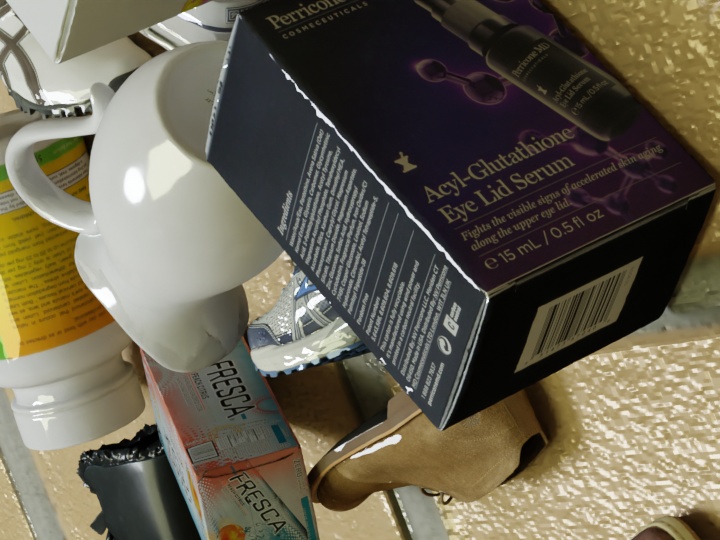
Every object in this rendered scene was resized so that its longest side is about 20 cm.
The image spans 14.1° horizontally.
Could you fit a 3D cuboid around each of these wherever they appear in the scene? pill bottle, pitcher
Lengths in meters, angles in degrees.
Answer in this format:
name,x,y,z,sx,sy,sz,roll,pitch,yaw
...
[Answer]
name,x,y,z,sx,sy,sz,roll,pitch,yaw
pill bottle,-0.203,0.006,1.827,0.111,0.111,0.201,4,115,55
pitcher,-0.113,-0.052,1.584,0.171,0.121,0.200,34,148,3

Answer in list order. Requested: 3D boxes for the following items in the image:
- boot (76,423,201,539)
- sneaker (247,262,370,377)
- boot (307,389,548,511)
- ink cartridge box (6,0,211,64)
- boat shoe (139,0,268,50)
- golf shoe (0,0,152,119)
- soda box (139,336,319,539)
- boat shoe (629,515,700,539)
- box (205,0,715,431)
name,x,y,z,sx,sy,sz,roll,pitch,yaw
boot,-0.100,0.178,1.839,0.198,0.073,0.163,-10,100,59
sneaker,0.000,0.000,1.571,0.200,0.077,0.086,-24,81,52
boot,0.033,0.105,1.590,0.076,0.074,0.200,52,146,2
ink cartridge box,-0.098,-0.224,1.420,0.145,0.199,0.145,51,146,21
boat shoe,-0.126,-0.168,1.634,0.200,0.072,0.066,31,132,31
golf shoe,-0.193,-0.152,1.734,0.200,0.078,0.095,25,131,45
soda box,-0.077,0.100,1.679,0.200,0.063,0.069,-122,20,-66
boat shoe,0.126,0.199,1.506,0.072,0.072,0.200,54,147,16
box,0.044,-0.048,1.383,0.200,0.148,0.105,48,145,25
